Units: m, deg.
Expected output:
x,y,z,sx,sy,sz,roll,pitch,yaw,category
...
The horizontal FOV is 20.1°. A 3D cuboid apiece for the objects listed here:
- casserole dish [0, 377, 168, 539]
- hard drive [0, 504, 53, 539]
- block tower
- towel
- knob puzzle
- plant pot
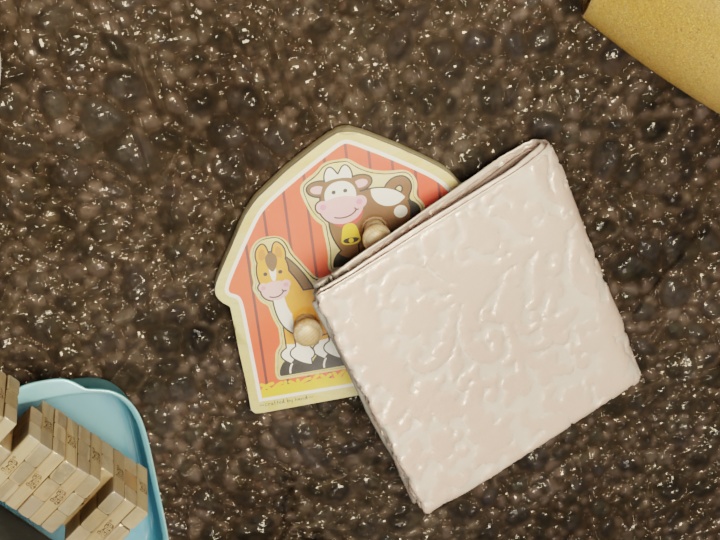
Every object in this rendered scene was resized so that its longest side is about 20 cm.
x,y,z,sx,sy,sz,roll,pitch,yaw,category
-0.199,0.151,1.399,0.120,0.039,0.202,-10,121,-3,casserole dish
-0.265,0.251,1.398,0.139,0.038,0.201,32,121,7,hard drive
-0.230,0.109,1.318,0.200,0.058,0.054,38,107,-23,block tower
0.080,0.040,1.358,0.190,0.032,0.201,-31,120,-10,towel
0.000,0.000,1.350,0.217,0.031,0.222,-4,119,-6,knob puzzle
0.241,-0.169,1.223,0.198,0.187,0.188,17,116,-2,plant pot
